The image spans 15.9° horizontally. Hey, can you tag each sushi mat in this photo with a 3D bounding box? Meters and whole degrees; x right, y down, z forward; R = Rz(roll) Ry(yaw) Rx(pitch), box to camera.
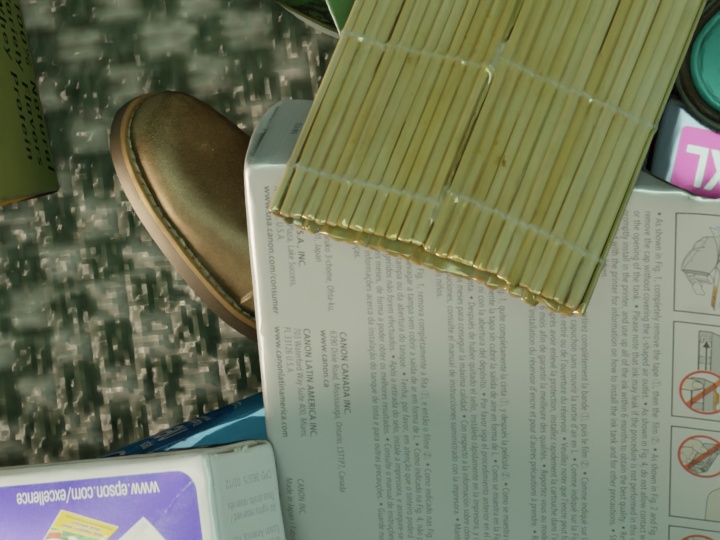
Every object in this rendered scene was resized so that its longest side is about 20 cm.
[{"bbox_3d":[0.054,-0.092,0.733,0.095,0.012,0.201,19,79,15],"label":"sushi mat"}]

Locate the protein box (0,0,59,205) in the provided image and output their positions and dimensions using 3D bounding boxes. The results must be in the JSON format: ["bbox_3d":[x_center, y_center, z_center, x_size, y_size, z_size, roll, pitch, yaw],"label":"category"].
[{"bbox_3d":[-0.202,-0.104,0.860,0.134,0.200,0.199,-12,93,5],"label":"protein box"}]

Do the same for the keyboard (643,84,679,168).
[{"bbox_3d":[0.157,-0.012,0.933,0.199,0.021,0.128,2,93,5],"label":"keyboard"}]

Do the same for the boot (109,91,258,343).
[{"bbox_3d":[0.000,0.000,0.906,0.200,0.074,0.075,43,131,-7],"label":"boot"}]

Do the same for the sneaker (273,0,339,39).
[{"bbox_3d":[-0.027,-0.125,0.903,0.199,0.089,0.077,13,95,2],"label":"sneaker"}]

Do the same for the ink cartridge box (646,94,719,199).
[{"bbox_3d":[0.143,0.049,0.909,0.119,0.042,0.201,12,96,3],"label":"ink cartridge box"}]

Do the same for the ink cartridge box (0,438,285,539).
[{"bbox_3d":[-0.098,0.161,0.833,0.198,0.043,0.201,-8,87,39],"label":"ink cartridge box"}]

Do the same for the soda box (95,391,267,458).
[{"bbox_3d":[-0.101,0.107,0.937,0.199,0.064,0.068,-22,92,5],"label":"soda box"}]

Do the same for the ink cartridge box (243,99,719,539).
[{"bbox_3d":[0.069,0.032,0.778,0.199,0.050,0.162,3,123,10],"label":"ink cartridge box"}]

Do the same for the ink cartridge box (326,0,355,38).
[{"bbox_3d":[0.036,-0.094,0.821,0.048,0.146,0.201,-6,120,23],"label":"ink cartridge box"}]

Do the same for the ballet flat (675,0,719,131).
[{"bbox_3d":[0.200,-0.094,0.898,0.199,0.064,0.068,-25,86,-3],"label":"ballet flat"}]
